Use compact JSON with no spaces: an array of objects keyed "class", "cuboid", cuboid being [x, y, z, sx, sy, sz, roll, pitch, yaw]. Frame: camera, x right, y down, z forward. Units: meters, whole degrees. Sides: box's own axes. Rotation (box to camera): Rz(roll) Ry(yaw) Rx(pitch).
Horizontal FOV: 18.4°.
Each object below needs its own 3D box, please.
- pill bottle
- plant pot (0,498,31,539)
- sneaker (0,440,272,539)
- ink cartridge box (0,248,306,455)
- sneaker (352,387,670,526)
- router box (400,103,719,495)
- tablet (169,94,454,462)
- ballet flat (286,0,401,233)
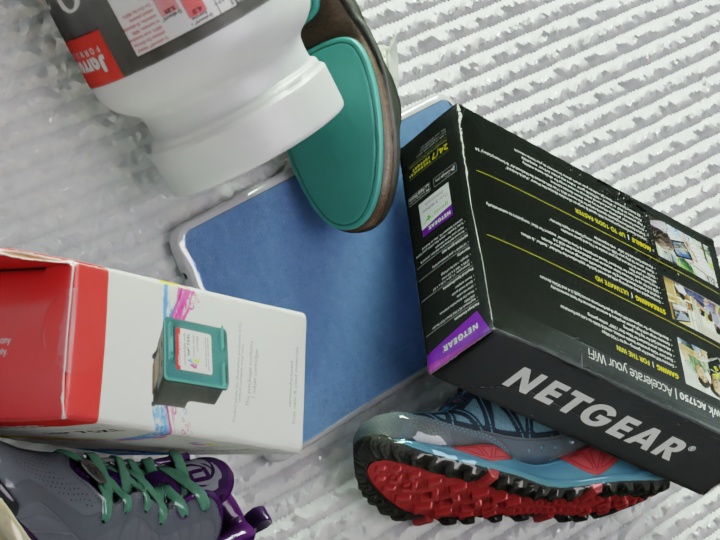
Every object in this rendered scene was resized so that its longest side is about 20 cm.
[{"class":"pill bottle","cuboid":[-0.094,-0.144,1.043,0.116,0.116,0.200,-36,104,-34]},{"class":"plant pot","cuboid":[-0.222,0.167,0.874,0.183,0.200,0.201,-36,105,-23]},{"class":"sneaker","cuboid":[-0.107,0.097,0.969,0.088,0.074,0.200,-39,153,0]},{"class":"ink cartridge box","cuboid":[-0.127,0.038,0.958,0.200,0.116,0.067,15,75,-53]},{"class":"sneaker","cuboid":[0.071,0.082,1.171,0.200,0.079,0.096,7,62,-39]},{"class":"router box","cuboid":[0.115,0.016,1.160,0.200,0.051,0.149,25,42,-33]},{"class":"tablet","cuboid":[0.000,0.000,1.154,0.200,0.014,0.130,-29,100,-36]},{"class":"ballet flat","cuboid":[-0.016,-0.119,1.126,0.068,0.068,0.200,-22,94,-57]}]
